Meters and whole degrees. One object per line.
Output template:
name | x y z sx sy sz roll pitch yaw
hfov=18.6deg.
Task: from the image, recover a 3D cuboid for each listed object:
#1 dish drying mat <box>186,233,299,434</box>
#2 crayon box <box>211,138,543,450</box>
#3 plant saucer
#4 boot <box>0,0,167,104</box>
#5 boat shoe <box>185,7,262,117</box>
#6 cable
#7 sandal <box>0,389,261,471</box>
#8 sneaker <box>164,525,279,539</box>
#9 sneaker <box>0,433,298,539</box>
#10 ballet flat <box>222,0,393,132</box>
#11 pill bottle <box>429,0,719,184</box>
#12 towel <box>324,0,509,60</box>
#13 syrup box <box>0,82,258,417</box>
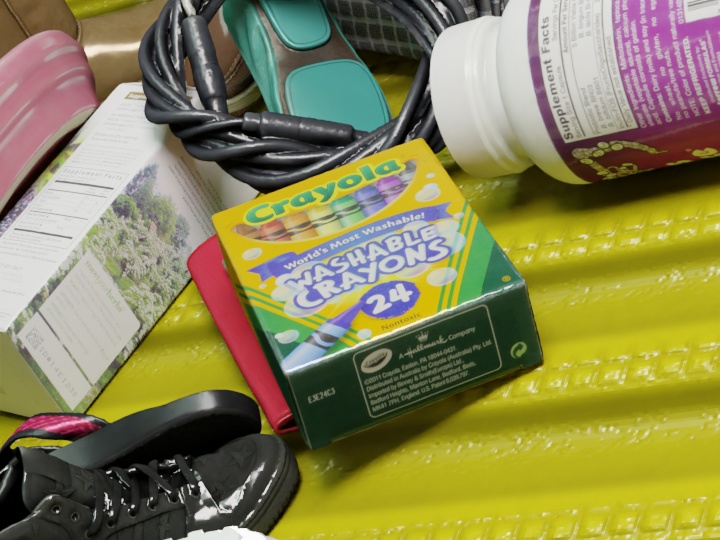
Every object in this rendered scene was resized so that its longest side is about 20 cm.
dish drying mat | -0.039 0.023 1.185 0.076 0.018 0.200 -25 32 -6
crayon box | 0.000 0.000 1.131 0.125 0.052 0.200 -21 31 -6
plant saucer | -0.218 -0.049 1.332 0.201 0.051 0.201 -55 -6 -9
boot | -0.209 -0.190 1.452 0.175 0.201 0.066 -39 33 -9
boat shoe | -0.091 -0.179 1.442 0.074 0.075 0.203 -10 38 15
cable | -0.032 -0.120 1.236 0.199 0.051 0.164 34 75 23
sandal | -0.145 0.096 1.130 0.198 0.075 0.045 -23 63 10
sneaker | -0.107 0.188 0.997 0.199 0.076 0.081 -31 43 13
sneaker | -0.132 0.121 1.062 0.199 0.105 0.060 -36 32 -5
ballet flat | -0.031 -0.110 1.304 0.067 0.071 0.201 -13 60 -19
pill bottle | 0.140 -0.106 1.118 0.198 0.113 0.113 -11 38 31
towel | 0.017 -0.213 1.308 0.085 0.167 0.199 -25 27 -30
syrup box | -0.152 -0.014 1.280 0.081 0.079 0.201 7 50 42
